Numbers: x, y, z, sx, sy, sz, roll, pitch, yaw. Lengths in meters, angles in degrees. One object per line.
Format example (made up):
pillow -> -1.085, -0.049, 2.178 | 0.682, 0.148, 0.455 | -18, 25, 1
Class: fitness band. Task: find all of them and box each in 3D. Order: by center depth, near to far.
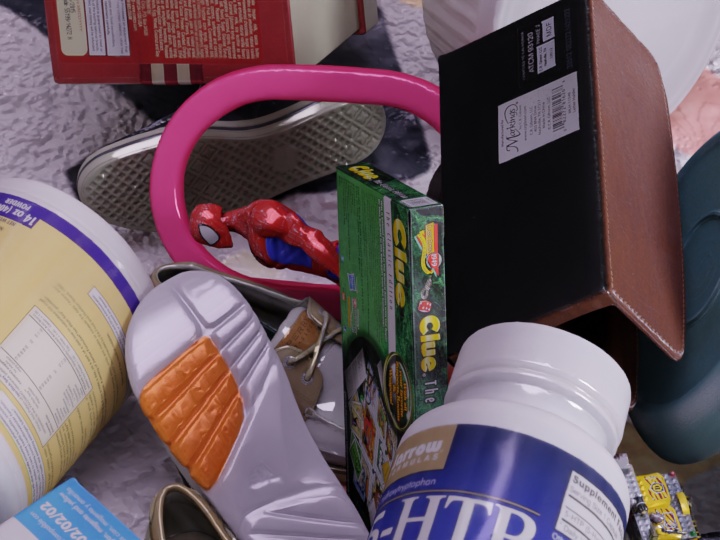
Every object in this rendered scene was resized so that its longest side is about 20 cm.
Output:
fitness band -> -0.021, -0.045, 1.660 | 0.198, 0.145, 0.037 | 3, 8, 4

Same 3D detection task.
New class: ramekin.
ramekin -> 0.126, -0.174, 1.745 | 0.202, 0.203, 0.094 | -30, 41, -25

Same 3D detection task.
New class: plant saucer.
plant saucer -> 0.187, 0.002, 1.527 | 0.027, 0.200, 0.201 | 21, 43, -18

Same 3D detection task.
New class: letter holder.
letter holder -> 0.122, -0.020, 1.543 | 0.100, 0.142, 0.201 | -23, 48, 29

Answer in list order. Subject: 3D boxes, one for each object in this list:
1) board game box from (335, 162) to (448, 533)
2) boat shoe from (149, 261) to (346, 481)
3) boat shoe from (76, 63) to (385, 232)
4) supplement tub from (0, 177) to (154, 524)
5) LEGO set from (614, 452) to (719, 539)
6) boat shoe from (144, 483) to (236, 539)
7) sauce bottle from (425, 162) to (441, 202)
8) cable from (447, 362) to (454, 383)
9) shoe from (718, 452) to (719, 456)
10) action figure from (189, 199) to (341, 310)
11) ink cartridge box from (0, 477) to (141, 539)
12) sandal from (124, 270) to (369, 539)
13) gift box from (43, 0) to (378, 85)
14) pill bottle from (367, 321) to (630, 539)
board game box -> 0.017, 0.053, 1.504 | 0.023, 0.202, 0.105 | -7, 17, -18
boat shoe -> -0.037, 0.056, 1.608 | 0.199, 0.069, 0.075 | 19, 47, 17
boat shoe -> -0.082, -0.077, 1.737 | 0.199, 0.075, 0.062 | -19, 43, -23
supplement tub -> -0.212, 0.063, 1.552 | 0.145, 0.146, 0.200 | 22, 50, 21
LEGO set -> 0.181, 0.171, 1.458 | 0.153, 0.116, 0.201 | -3, 46, -1
boat shoe -> -0.060, 0.196, 1.477 | 0.073, 0.063, 0.201 | -17, 48, -14
sauce bottle -> 0.131, -0.012, 1.675 | 0.199, 0.065, 0.065 | 23, 51, 24
cable -> 0.069, 0.106, 1.516 | 0.097, 0.051, 0.200 | 18, 31, -10
shoe -> 0.234, 0.059, 1.582 | 0.053, 0.070, 0.200 | 18, 25, 29
action figure -> 0.000, 0.000, 1.613 | 0.199, 0.065, 0.052 | 19, 87, 2
ink cartridge box -> -0.196, 0.207, 1.434 | 0.199, 0.116, 0.068 | -33, 53, -27
sandal -> -0.062, 0.102, 1.555 | 0.079, 0.059, 0.208 | -27, 81, -14
gift box -> -0.102, -0.219, 1.758 | 0.199, 0.186, 0.187 | 6, 19, 17
pill bottle -> 0.064, 0.131, 1.395 | 0.119, 0.120, 0.201 | 11, 56, 12
